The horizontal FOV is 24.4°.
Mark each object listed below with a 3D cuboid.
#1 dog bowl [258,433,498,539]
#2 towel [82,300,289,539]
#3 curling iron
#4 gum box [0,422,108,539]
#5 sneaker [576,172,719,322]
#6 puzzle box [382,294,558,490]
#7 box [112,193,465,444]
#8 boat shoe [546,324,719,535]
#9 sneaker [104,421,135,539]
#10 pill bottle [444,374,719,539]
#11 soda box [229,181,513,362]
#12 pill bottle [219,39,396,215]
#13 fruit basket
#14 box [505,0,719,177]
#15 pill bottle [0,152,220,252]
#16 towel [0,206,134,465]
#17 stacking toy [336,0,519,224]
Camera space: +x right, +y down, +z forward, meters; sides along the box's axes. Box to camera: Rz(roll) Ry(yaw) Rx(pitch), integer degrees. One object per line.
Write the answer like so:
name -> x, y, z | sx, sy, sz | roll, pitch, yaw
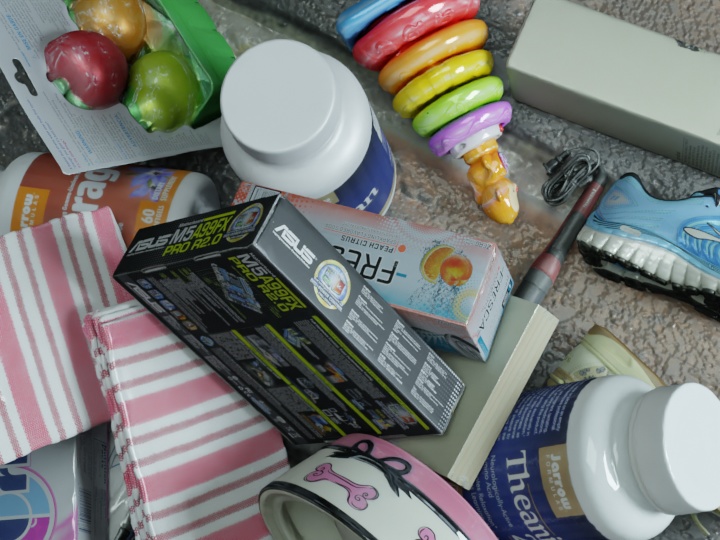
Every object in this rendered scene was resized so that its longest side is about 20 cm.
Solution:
dog bowl -> 0.025, 0.196, 1.144 | 0.199, 0.201, 0.074 | 38, 66, 16
towel -> -0.117, 0.114, 1.188 | 0.030, 0.146, 0.203 | -11, 93, 43
curling iron -> 0.131, -0.001, 1.257 | 0.049, 0.025, 0.202 | 22, 85, 36
gum box -> -0.244, 0.174, 1.195 | 0.112, 0.066, 0.203 | -6, 73, 12
sneaker -> 0.262, -0.018, 1.210 | 0.198, 0.078, 0.091 | 22, 77, 14
puzzle box -> 0.043, 0.067, 1.190 | 0.199, 0.025, 0.134 | 19, 78, 55
box -> -0.049, 0.040, 1.123 | 0.159, 0.200, 0.045 | -11, 42, 47
boat shoe -> 0.219, 0.127, 1.188 | 0.063, 0.073, 0.200 | -44, 62, 3
sneaker -> -0.174, 0.139, 1.251 | 0.087, 0.075, 0.201 | 32, 83, 21
pill bottle -> 0.149, 0.132, 1.127 | 0.199, 0.110, 0.112 | -16, 70, 44
soda box -> 0.000, 0.000, 1.139 | 0.198, 0.068, 0.064 | 15, 71, 23
pill bottle -> -0.040, -0.094, 1.216 | 0.110, 0.200, 0.113 | -2, 76, 10
fruit basket -> -0.194, -0.154, 1.272 | 0.199, 0.094, 0.186 | -19, 68, -42
box -> 0.213, -0.136, 1.246 | 0.198, 0.082, 0.069 | 23, 82, 13
pill bottle -> -0.215, -0.030, 1.277 | 0.197, 0.112, 0.114 | 7, 77, 11
towel -> -0.228, 0.047, 1.141 | 0.030, 0.199, 0.148 | -12, 96, 45
stacking toy -> 0.072, -0.127, 1.266 | 0.109, 0.116, 0.202 | -27, 84, 5
